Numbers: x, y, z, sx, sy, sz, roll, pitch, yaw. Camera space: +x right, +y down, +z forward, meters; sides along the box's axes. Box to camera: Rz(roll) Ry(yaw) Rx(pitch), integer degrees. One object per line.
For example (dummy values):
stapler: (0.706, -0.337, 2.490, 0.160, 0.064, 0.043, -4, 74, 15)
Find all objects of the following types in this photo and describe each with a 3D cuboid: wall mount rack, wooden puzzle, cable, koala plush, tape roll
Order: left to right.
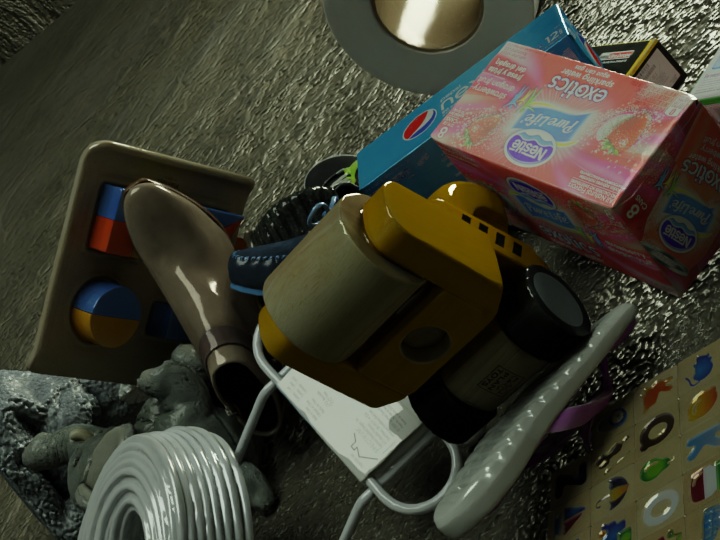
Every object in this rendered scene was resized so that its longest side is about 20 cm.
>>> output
koala plush: (-0.253, 0.126, 1.547, 0.200, 0.184, 0.177, -40, 20, -14)
wooden puzzle: (-0.174, 0.004, 1.395, 0.046, 0.185, 0.201, 22, 97, 41)
cable: (-0.144, 0.211, 1.198, 0.200, 0.069, 0.201, 10, 94, 61)
wall mount rack: (-0.014, 0.120, 1.148, 0.174, 0.075, 0.200, -44, 58, -1)
tape roll: (0.075, -0.287, 1.574, 0.202, 0.203, 0.139, -31, 27, 35)

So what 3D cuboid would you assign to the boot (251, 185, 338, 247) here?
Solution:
boot: (-0.002, 0.000, 1.288, 0.211, 0.079, 0.158, -30, 62, 39)

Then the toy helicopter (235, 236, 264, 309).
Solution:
toy helicopter: (-0.095, 0.054, 1.462, 0.132, 0.079, 0.200, 33, 97, 48)

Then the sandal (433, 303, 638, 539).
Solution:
sandal: (0.116, 0.099, 1.026, 0.203, 0.050, 0.082, -45, 2, -30)

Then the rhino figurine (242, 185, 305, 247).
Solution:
rhino figurine: (-0.029, -0.033, 1.512, 0.200, 0.060, 0.088, -37, 51, 22)

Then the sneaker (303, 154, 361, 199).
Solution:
sneaker: (0.004, -0.059, 1.404, 0.072, 0.083, 0.200, -48, 42, -1)

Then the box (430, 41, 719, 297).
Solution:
box: (0.155, -0.073, 1.128, 0.095, 0.103, 0.200, -50, 37, -9)

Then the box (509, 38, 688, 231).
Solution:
box: (0.148, -0.106, 1.334, 0.160, 0.049, 0.200, -55, 23, -13)

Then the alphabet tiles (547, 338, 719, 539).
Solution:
alphabet tiles: (0.185, 0.107, 0.953, 0.200, 0.006, 0.167, -36, 23, 28)

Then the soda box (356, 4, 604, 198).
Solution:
soda box: (0.093, -0.112, 1.282, 0.200, 0.064, 0.068, -35, 25, 16)

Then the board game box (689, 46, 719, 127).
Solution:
board game box: (0.328, -0.184, 1.137, 0.200, 0.040, 0.153, -55, 23, -18)

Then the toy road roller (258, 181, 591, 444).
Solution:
toy road roller: (0.036, 0.003, 1.053, 0.123, 0.200, 0.146, -45, 36, 28)

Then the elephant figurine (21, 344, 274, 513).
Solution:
elephant figurine: (-0.181, 0.168, 1.375, 0.200, 0.142, 0.155, -36, 8, 10)

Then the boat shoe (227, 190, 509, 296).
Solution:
boat shoe: (0.004, -0.024, 1.180, 0.199, 0.069, 0.084, -7, 15, -5)

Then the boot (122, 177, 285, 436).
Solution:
boot: (-0.117, 0.034, 1.318, 0.070, 0.200, 0.146, -32, 36, 9)
